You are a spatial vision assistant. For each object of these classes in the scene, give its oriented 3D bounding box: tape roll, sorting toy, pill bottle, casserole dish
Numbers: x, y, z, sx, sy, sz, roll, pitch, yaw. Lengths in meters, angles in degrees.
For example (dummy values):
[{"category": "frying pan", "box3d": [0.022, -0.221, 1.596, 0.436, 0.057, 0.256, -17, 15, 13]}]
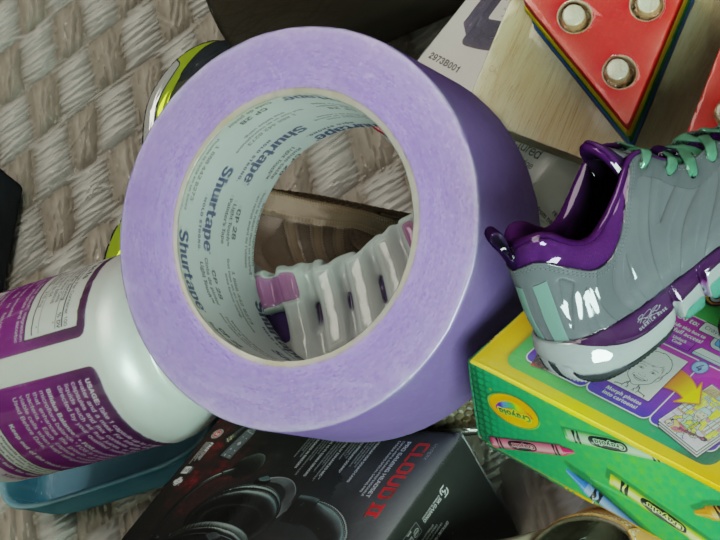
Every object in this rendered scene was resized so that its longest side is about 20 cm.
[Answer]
[{"category": "tape roll", "box3d": [-0.016, -0.016, 1.079, 0.199, 0.085, 0.201, -4, 82, 25]}, {"category": "sorting toy", "box3d": [0.177, -0.140, 1.079, 0.198, 0.070, 0.201, 21, 84, 13]}, {"category": "pill bottle", "box3d": [-0.144, 0.051, 1.235, 0.199, 0.112, 0.113, -16, 51, 34]}, {"category": "casserole dish", "box3d": [-0.142, 0.088, 1.320, 0.199, 0.039, 0.122, -19, 48, 31]}]

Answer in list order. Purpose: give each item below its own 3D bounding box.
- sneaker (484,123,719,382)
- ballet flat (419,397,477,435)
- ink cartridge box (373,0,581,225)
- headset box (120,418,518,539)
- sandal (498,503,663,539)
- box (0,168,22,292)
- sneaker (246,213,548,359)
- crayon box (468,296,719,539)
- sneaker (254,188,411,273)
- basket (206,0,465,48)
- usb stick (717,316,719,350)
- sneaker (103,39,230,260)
[{"category": "sneaker", "box3d": [0.148, -0.039, 0.959, 0.200, 0.088, 0.074, -38, 25, -18]}, {"category": "ballet flat", "box3d": [0.078, 0.059, 1.113, 0.199, 0.067, 0.047, -10, 84, 33]}, {"category": "ink cartridge box", "box3d": [0.124, -0.116, 1.195, 0.200, 0.084, 0.145, -52, 41, -3]}, {"category": "headset box", "box3d": [-0.028, 0.155, 1.101, 0.199, 0.077, 0.149, -1, 40, 44]}, {"category": "sandal", "box3d": [0.107, 0.137, 0.993, 0.199, 0.055, 0.082, -9, 58, 0]}, {"category": "box", "box3d": [-0.360, 0.018, 1.508, 0.196, 0.124, 0.201, -22, 47, 32]}, {"category": "sneaker", "box3d": [0.027, 0.020, 1.152, 0.199, 0.088, 0.081, -15, 75, 21]}, {"category": "crayon box", "box3d": [0.162, 0.064, 0.977, 0.200, 0.058, 0.119, 27, 53, 36]}, {"category": "sneaker", "box3d": [0.000, 0.000, 1.252, 0.199, 0.070, 0.076, 15, 97, 45]}, {"category": "basket", "box3d": [0.012, -0.216, 1.310, 0.199, 0.136, 0.181, -6, 95, 45]}, {"category": "usb stick", "box3d": [0.230, -0.014, 0.989, 0.055, 0.033, 0.200, 17, 41, 32]}, {"category": "sneaker", "box3d": [-0.097, -0.056, 1.375, 0.081, 0.074, 0.201, -1, 67, 34]}]
